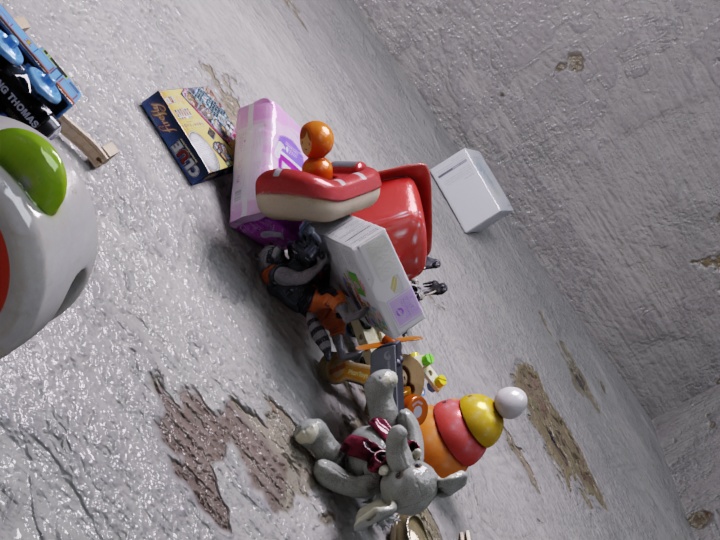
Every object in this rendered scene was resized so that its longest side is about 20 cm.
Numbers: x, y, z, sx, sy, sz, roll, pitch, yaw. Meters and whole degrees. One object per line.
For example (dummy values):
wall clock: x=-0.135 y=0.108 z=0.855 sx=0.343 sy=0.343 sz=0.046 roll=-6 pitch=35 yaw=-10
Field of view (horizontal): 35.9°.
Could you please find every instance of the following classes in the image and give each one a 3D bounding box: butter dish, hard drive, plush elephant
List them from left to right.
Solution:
butter dish: x=0.029 y=-0.039 z=1.700 sx=0.148 sy=0.198 sz=0.200 roll=-111 pitch=-168 yaw=-47
plush elephant: x=0.036 y=0.244 z=1.385 sx=0.164 sy=0.154 sz=0.201 roll=-23 pitch=99 yaw=-30
hard drive: x=0.041 y=0.201 z=1.540 sx=0.135 sy=0.042 sz=0.202 roll=2 pitch=85 yaw=-84

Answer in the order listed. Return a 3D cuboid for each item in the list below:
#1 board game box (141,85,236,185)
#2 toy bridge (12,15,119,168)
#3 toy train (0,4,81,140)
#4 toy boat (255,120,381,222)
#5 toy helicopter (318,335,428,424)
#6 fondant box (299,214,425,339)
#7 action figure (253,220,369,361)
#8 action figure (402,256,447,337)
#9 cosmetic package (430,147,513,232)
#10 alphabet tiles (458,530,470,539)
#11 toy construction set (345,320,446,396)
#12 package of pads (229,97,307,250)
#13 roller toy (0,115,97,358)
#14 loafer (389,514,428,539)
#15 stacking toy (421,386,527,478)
board game box: x=-0.233 y=-0.201 z=1.626 sx=0.136 sy=0.034 sz=0.200 roll=58 pitch=17 yaw=-2
toy bridge: x=-0.359 y=-0.206 z=1.289 sx=0.201 sy=0.027 sz=0.067 roll=55 pitch=18 yaw=-10
toy train: x=-0.383 y=-0.223 z=1.164 sx=0.200 sy=0.086 sz=0.114 roll=51 pitch=9 yaw=-18
toy boat: x=-0.061 y=-0.141 z=1.536 sx=0.200 sy=0.130 sz=0.132 roll=-25 pitch=115 yaw=-56
toy helicopter: x=0.021 y=0.147 z=1.628 sx=0.199 sy=0.079 sz=0.133 roll=18 pitch=83 yaw=-40
fondant box: x=0.000 y=0.000 z=1.547 sx=0.145 sy=0.058 sz=0.200 roll=64 pitch=-15 yaw=-21
action figure: x=-0.075 y=0.024 z=1.536 sx=0.193 sy=0.105 sz=0.200 roll=41 pitch=-17 yaw=23
action figure: x=0.069 y=0.049 z=1.954 sx=0.200 sy=0.102 sz=0.120 roll=-31 pitch=98 yaw=-47
cosmetic package: x=0.309 y=-0.219 z=3.055 sx=0.201 sy=0.122 sz=0.199 roll=62 pitch=17 yaw=6
alphabet tiles: x=0.136 y=0.443 z=1.427 sx=0.200 sy=0.007 sz=0.168 roll=-93 pitch=-173 yaw=-60
toy construction set: x=0.045 y=0.116 z=1.769 sx=0.131 sy=0.092 sz=0.201 roll=-6 pitch=54 yaw=-44
package of pads: x=-0.133 y=-0.140 z=1.641 sx=0.120 sy=0.075 sz=0.202 roll=36 pitch=48 yaw=-52
roller toy: x=-0.308 y=-0.026 z=0.863 sx=0.140 sy=0.198 sz=0.184 roll=-58 pitch=150 yaw=-71
loafer: x=0.093 y=0.403 z=1.450 sx=0.076 sy=0.067 sz=0.201 roll=41 pitch=25 yaw=-48
stacking toy: x=0.174 y=0.240 z=1.733 sx=0.146 sy=0.199 sz=0.146 roll=51 pitch=18 yaw=-24
